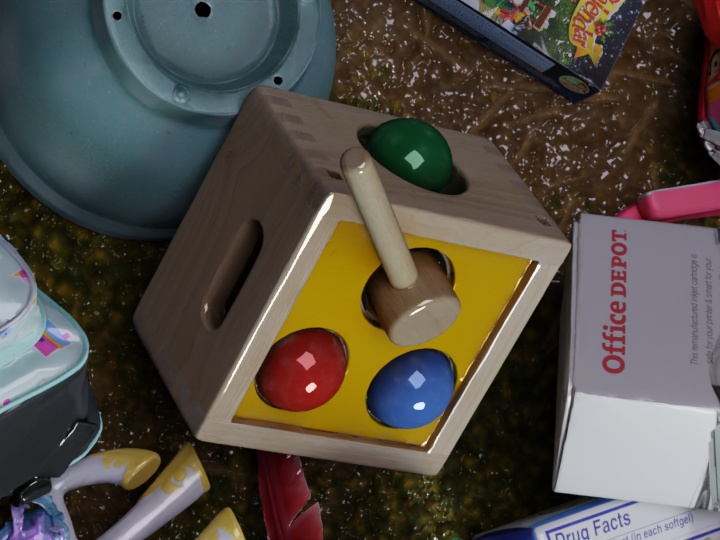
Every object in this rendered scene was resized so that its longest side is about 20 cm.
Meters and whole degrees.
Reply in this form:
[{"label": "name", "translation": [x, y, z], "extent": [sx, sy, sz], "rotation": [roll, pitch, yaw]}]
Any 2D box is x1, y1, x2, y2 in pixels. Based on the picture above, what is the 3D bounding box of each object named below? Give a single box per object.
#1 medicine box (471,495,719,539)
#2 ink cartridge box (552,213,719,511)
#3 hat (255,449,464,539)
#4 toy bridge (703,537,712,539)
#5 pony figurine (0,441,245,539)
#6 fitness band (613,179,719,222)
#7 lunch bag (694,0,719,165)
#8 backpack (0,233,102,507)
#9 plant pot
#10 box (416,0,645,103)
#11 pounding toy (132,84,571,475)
[{"label": "medicine box", "translation": [0.183, 0.210, 1.640], "extent": [0.182, 0.103, 0.200], "rotation": [-17, 86, -23]}, {"label": "ink cartridge box", "translation": [0.206, 0.054, 1.605], "extent": [0.200, 0.084, 0.145], "rotation": [7, 42, 0]}, {"label": "hat", "translation": [-0.046, 0.183, 1.589], "extent": [0.176, 0.166, 0.200], "rotation": [22, 50, 20]}, {"label": "toy bridge", "translation": [0.233, 0.228, 1.585], "extent": [0.067, 0.027, 0.200], "rotation": [-32, 92, -22]}, {"label": "pony figurine", "translation": [-0.145, 0.188, 1.504], "extent": [0.200, 0.167, 0.193], "rotation": [-24, 61, -9]}, {"label": "fitness band", "translation": [0.216, 0.020, 1.726], "extent": [0.200, 0.037, 0.144], "rotation": [-7, 85, -20]}, {"label": "lunch bag", "translation": [0.269, -0.135, 1.730], "extent": [0.176, 0.082, 0.200], "rotation": [21, 59, -17]}, {"label": "backpack", "translation": [-0.246, 0.028, 1.469], "extent": [0.176, 0.153, 0.200], "rotation": [-33, 55, -18]}, {"label": "plant pot", "translation": [-0.097, -0.125, 1.581], "extent": [0.200, 0.134, 0.200], "rotation": [4, 80, -19]}, {"label": "box", "translation": [0.118, -0.217, 1.729], "extent": [0.137, 0.038, 0.200], "rotation": [31, 71, -13]}, {"label": "pounding toy", "translation": [0.000, 0.000, 1.516], "extent": [0.184, 0.142, 0.200], "rotation": [11, 120, -35]}]
